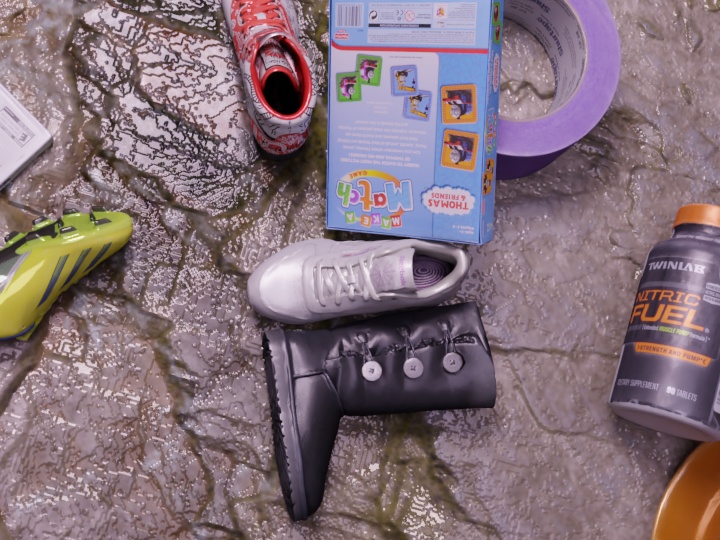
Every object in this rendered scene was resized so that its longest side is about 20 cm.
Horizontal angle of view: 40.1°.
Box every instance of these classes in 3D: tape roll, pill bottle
[{"bbox_3d":[0.133,-0.192,0.916,0.197,0.085,0.203,2,80,-9],"label":"tape roll"},{"bbox_3d":[0.299,0.044,0.893,0.105,0.106,0.202,19,78,-5],"label":"pill bottle"}]

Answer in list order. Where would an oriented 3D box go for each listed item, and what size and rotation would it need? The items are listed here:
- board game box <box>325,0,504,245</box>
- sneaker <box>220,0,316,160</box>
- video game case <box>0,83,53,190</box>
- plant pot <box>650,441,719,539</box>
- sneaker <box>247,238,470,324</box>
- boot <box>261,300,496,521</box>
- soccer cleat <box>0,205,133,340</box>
[{"bbox_3d":[0.043,-0.130,0.845,0.150,0.037,0.203,7,102,26],"label":"board game box"},{"bbox_3d":[-0.080,-0.208,0.872,0.066,0.108,0.204,-9,82,-10],"label":"sneaker"},{"bbox_3d":[-0.388,-0.097,0.851,0.143,0.018,0.200,44,77,-1],"label":"video game case"},{"bbox_3d":[0.384,0.252,0.840,0.182,0.200,0.201,34,77,-17],"label":"plant pot"},{"bbox_3d":[0.000,0.000,0.856,0.197,0.100,0.076,-8,84,-9],"label":"sneaker"},{"bbox_3d":[0.023,0.121,0.863,0.198,0.066,0.167,-6,84,-14],"label":"boot"},{"bbox_3d":[-0.281,0.011,0.839,0.199,0.065,0.084,-28,116,-16],"label":"soccer cleat"}]
